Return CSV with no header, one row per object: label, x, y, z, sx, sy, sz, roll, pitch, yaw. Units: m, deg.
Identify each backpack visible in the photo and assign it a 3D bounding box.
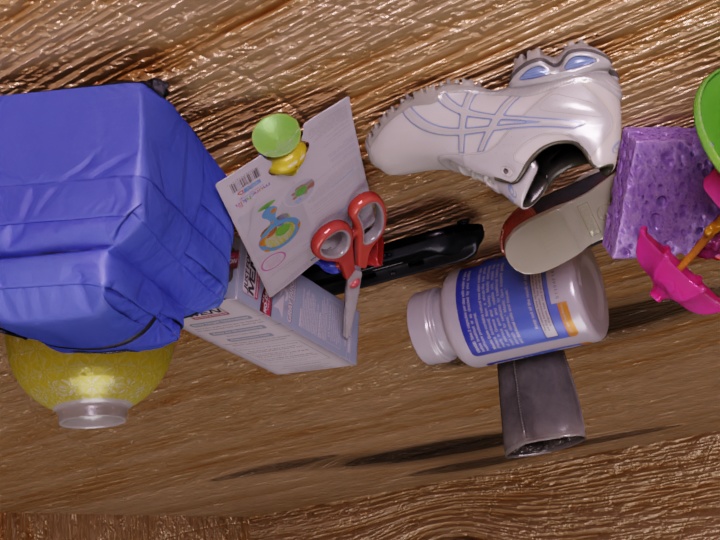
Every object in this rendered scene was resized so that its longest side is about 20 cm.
backpack,-0.184,-0.024,0.766,0.161,0.169,0.200,2,166,14

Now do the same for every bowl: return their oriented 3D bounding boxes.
bowl,-0.319,0.128,1.281,0.198,0.109,0.200,-6,162,-2

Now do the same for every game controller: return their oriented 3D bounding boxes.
game controller,0.020,-0.013,1.048,0.199,0.042,0.104,-16,167,27

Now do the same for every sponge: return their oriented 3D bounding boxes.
sponge,0.309,-0.067,0.901,0.198,0.030,0.112,-3,121,-8

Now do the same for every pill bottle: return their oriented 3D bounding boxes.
pill bottle,0.154,0.041,1.154,0.199,0.113,0.112,-14,160,27

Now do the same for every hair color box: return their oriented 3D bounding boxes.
hair color box,-0.093,0.039,1.009,0.098,0.061,0.200,-10,155,29

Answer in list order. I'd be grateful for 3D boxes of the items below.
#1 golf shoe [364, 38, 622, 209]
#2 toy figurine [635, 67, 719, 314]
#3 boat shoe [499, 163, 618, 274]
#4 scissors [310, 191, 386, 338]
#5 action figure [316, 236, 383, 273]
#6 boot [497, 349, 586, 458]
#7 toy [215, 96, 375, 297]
golf shoe,0.090,-0.088,0.766,0.199,0.098,0.078,-16,161,33
toy figurine,0.295,-0.048,0.830,0.199,0.151,0.184,-24,157,-31
boat shoe,0.217,-0.057,0.954,0.199,0.072,0.063,-23,-164,10
scissors,0.000,0.000,0.949,0.073,0.014,0.200,-37,151,-12
action figure,-0.077,-0.016,1.011,0.199,0.052,0.065,-11,157,27
boot,0.166,0.114,1.234,0.181,0.202,0.072,-21,160,41
toy,-0.053,-0.063,0.847,0.115,0.047,0.200,-35,160,-9
